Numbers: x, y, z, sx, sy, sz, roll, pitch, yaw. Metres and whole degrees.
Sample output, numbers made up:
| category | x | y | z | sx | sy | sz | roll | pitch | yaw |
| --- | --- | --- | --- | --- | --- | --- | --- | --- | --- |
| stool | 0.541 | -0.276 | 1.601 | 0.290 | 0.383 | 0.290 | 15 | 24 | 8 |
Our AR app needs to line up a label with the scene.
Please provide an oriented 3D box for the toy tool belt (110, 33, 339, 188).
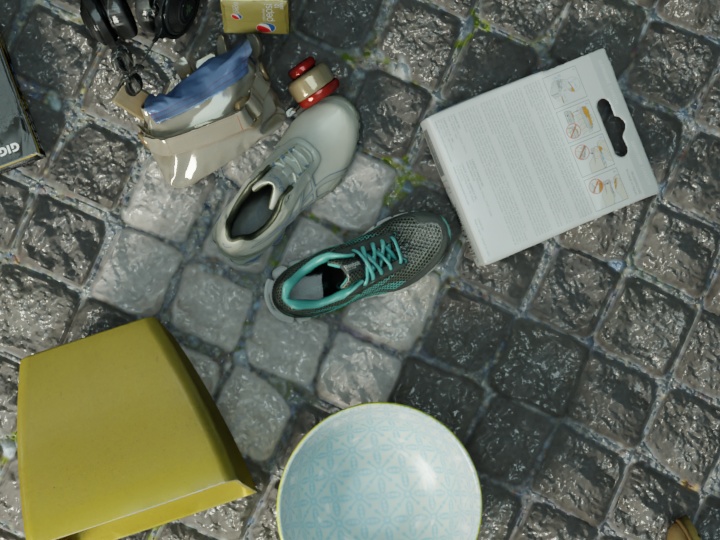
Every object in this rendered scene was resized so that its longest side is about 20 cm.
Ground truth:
| category | x | y | z | sx | sy | sz | roll | pitch | yaw |
| --- | --- | --- | --- | --- | --- | --- | --- | --- | --- |
| toy tool belt | -0.133 | -0.178 | 1.612 | 0.199 | 0.125 | 0.123 | -33 | 99 | -2 |

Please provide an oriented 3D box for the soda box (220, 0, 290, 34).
| category | x | y | z | sx | sy | sz | roll | pitch | yaw |
| --- | --- | --- | --- | --- | --- | --- | --- | --- | --- |
| soda box | -0.101 | -0.333 | 1.609 | 0.067 | 0.064 | 0.201 | 0 | 68 | -1 |

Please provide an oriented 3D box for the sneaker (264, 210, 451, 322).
| category | x | y | z | sx | sy | sz | roll | pitch | yaw |
| --- | --- | --- | --- | --- | --- | --- | --- | --- | --- |
| sneaker | 0.000 | 0.000 | 1.628 | 0.199 | 0.091 | 0.078 | -26 | 91 | -2 |

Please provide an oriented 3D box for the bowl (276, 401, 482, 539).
| category | x | y | z | sx | sy | sz | roll | pitch | yaw |
| --- | --- | --- | --- | --- | --- | --- | --- | --- | --- |
| bowl | 0.016 | 0.226 | 1.619 | 0.199 | 0.108 | 0.202 | 0 | 90 | -2 |

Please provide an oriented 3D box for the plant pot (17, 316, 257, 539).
| category | x | y | z | sx | sy | sz | roll | pitch | yaw |
| --- | --- | --- | --- | --- | --- | --- | --- | --- | --- |
| plant pot | -0.227 | 0.155 | 1.581 | 0.199 | 0.200 | 0.177 | -18 | 78 | -1 |

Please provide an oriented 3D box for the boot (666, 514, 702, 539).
| category | x | y | z | sx | sy | sz | roll | pitch | yaw |
| --- | --- | --- | --- | --- | --- | --- | --- | --- | --- |
| boot | 0.266 | 0.357 | 1.648 | 0.199 | 0.066 | 0.176 | -17 | 90 | 0 |

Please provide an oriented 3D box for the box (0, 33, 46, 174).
| category | x | y | z | sx | sy | sz | roll | pitch | yaw |
| --- | --- | --- | --- | --- | --- | --- | --- | --- | --- |
| box | -0.435 | -0.155 | 1.640 | 0.199 | 0.049 | 0.161 | -20 | 89 | -1 |

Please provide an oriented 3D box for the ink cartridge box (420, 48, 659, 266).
| category | x | y | z | sx | sy | sz | roll | pitch | yaw |
| --- | --- | --- | --- | --- | --- | --- | --- | --- | --- |
| ink cartridge box | 0.180 | -0.115 | 1.663 | 0.199 | 0.050 | 0.163 | -22 | 90 | -10 |

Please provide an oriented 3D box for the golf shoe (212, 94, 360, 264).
| category | x | y | z | sx | sy | sz | roll | pitch | yaw |
| --- | --- | --- | --- | --- | --- | --- | --- | --- | --- |
| golf shoe | -0.068 | -0.090 | 1.625 | 0.078 | 0.097 | 0.200 | 37 | 87 | 1 |

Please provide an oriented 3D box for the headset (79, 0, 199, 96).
| category | x | y | z | sx | sy | sz | roll | pitch | yaw |
| --- | --- | --- | --- | --- | --- | --- | --- | --- | --- |
| headset | -0.220 | -0.261 | 1.597 | 0.123 | 0.094 | 0.201 | -7 | 62 | 10 |
